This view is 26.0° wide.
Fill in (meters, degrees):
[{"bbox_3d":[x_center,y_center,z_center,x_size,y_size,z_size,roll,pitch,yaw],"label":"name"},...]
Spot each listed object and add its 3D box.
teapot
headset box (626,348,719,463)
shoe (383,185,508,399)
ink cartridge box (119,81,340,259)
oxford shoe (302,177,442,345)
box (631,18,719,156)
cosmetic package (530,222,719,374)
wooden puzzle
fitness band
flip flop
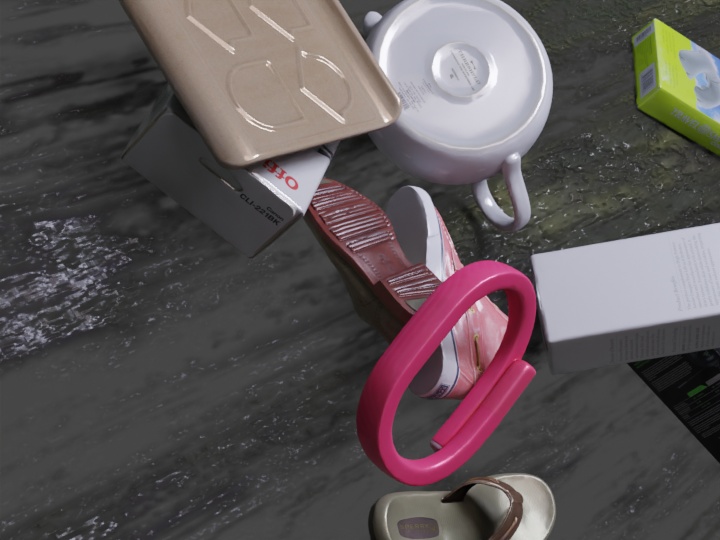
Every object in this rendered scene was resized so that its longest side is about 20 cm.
[{"bbox_3d":[0.084,-0.158,1.485,0.197,0.146,0.200,14,70,-3],"label":"teapot"},{"bbox_3d":[0.374,0.080,1.602,0.200,0.093,0.174,47,40,-3],"label":"headset box"},{"bbox_3d":[0.077,0.024,1.396,0.091,0.071,0.200,11,59,-38],"label":"shoe"},{"bbox_3d":[-0.096,-0.130,1.337,0.144,0.084,0.200,38,41,-14],"label":"ink cartridge box"},{"bbox_3d":[0.000,0.000,1.347,0.070,0.075,0.200,-13,50,-33],"label":"oxford shoe"},{"bbox_3d":[0.417,-0.207,1.890,0.200,0.048,0.122,26,47,-25],"label":"box"},{"bbox_3d":[0.267,0.026,1.475,0.074,0.200,0.102,71,11,-57],"label":"cosmetic package"},{"bbox_3d":[-0.084,-0.173,1.285,0.200,0.046,0.185,-22,75,-43],"label":"wooden puzzle"},{"bbox_3d":[0.076,0.084,1.286,0.200,0.037,0.144,-52,136,-11],"label":"fitness band"},{"bbox_3d":[0.093,0.201,1.282,0.200,0.058,0.081,4,59,-40],"label":"flip flop"}]
